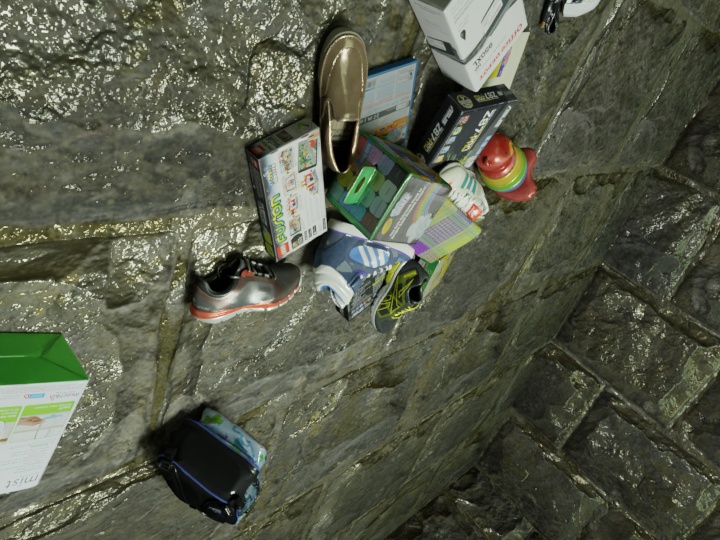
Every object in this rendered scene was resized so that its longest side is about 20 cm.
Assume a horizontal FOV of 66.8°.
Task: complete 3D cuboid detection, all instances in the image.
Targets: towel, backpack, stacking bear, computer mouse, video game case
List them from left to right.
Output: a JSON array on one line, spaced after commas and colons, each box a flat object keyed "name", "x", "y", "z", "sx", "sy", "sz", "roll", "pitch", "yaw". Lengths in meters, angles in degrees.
[{"name": "backpack", "x": -0.262, "y": 0.369, "z": 1.011, "sx": 0.148, "sy": 0.180, "sz": 0.202, "roll": -53, "pitch": 166, "yaw": -38}, {"name": "video game case", "x": 0.027, "y": -0.235, "z": 0.902, "sx": 0.142, "sy": 0.018, "sz": 0.203, "roll": -30, "pitch": 144, "yaw": -33}, {"name": "towel", "x": 0.131, "y": -0.087, "z": 1.047, "sx": 0.142, "sy": 0.023, "sz": 0.198, "roll": -30, "pitch": 140, "yaw": 29}, {"name": "stacking bear", "x": 0.303, "y": -0.233, "z": 1.176, "sx": 0.199, "sy": 0.111, "sz": 0.125, "roll": 17, "pitch": 73, "yaw": -59}, {"name": "computer mouse", "x": 0.435, "y": -0.544, "z": 1.086, "sx": 0.198, "sy": 0.044, "sz": 0.111, "roll": -31, "pitch": 144, "yaw": -30}]

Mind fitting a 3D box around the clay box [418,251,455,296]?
[{"name": "clay box", "x": 0.170, "y": -0.009, "z": 1.270, "sx": 0.117, "sy": 0.047, "sz": 0.199, "roll": -65, "pitch": 166, "yaw": 23}]

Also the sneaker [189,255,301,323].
[{"name": "sneaker", "x": -0.171, "y": 0.016, "z": 0.855, "sx": 0.198, "sy": 0.077, "sz": 0.084, "roll": -23, "pitch": 134, "yaw": -40}]

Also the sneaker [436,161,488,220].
[{"name": "sneaker", "x": 0.198, "y": -0.146, "z": 1.051, "sx": 0.070, "sy": 0.094, "sz": 0.198, "roll": -40, "pitch": 163, "yaw": 25}]

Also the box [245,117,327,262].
[{"name": "box", "x": -0.106, "y": -0.117, "z": 0.832, "sx": 0.109, "sy": 0.035, "sz": 0.203, "roll": -34, "pitch": 146, "yaw": -27}]

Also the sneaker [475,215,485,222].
[{"name": "sneaker", "x": 0.202, "y": -0.116, "z": 1.227, "sx": 0.197, "sy": 0.078, "sz": 0.089, "roll": -7, "pitch": 143, "yaw": -43}]

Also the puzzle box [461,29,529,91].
[{"name": "puzzle box", "x": 0.246, "y": -0.359, "z": 1.051, "sx": 0.131, "sy": 0.025, "sz": 0.203, "roll": -21, "pitch": 139, "yaw": -38}]

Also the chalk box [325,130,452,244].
[{"name": "chalk box", "x": 0.035, "y": -0.131, "z": 0.882, "sx": 0.198, "sy": 0.124, "sz": 0.126, "roll": 3, "pitch": 127, "yaw": -56}]

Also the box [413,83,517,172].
[{"name": "box", "x": 0.176, "y": -0.241, "z": 1.004, "sx": 0.159, "sy": 0.049, "sz": 0.201, "roll": -24, "pitch": 158, "yaw": -37}]

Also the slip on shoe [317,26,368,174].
[{"name": "slip on shoe", "x": -0.026, "y": -0.233, "z": 0.776, "sx": 0.074, "sy": 0.061, "sz": 0.203, "roll": -7, "pitch": 134, "yaw": -25}]

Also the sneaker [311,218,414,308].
[{"name": "sneaker", "x": 0.000, "y": 0.000, "z": 0.999, "sx": 0.197, "sy": 0.080, "sz": 0.150, "roll": 16, "pitch": 93, "yaw": -35}]

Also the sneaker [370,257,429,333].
[{"name": "sneaker", "x": 0.081, "y": 0.063, "z": 1.142, "sx": 0.074, "sy": 0.084, "sz": 0.203, "roll": -18, "pitch": 137, "yaw": -41}]

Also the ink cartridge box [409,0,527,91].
[{"name": "ink cartridge box", "x": 0.172, "y": -0.404, "z": 0.846, "sx": 0.146, "sy": 0.084, "sz": 0.199, "roll": -51, "pitch": 150, "yaw": 3}]

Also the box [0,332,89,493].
[{"name": "box", "x": -0.451, "y": 0.171, "z": 0.623, "sx": 0.198, "sy": 0.096, "sz": 0.179, "roll": 10, "pitch": 116, "yaw": -56}]

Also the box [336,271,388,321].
[{"name": "box", "x": 0.032, "y": -0.008, "z": 1.128, "sx": 0.198, "sy": 0.044, "sz": 0.162, "roll": -36, "pitch": 146, "yaw": -25}]
